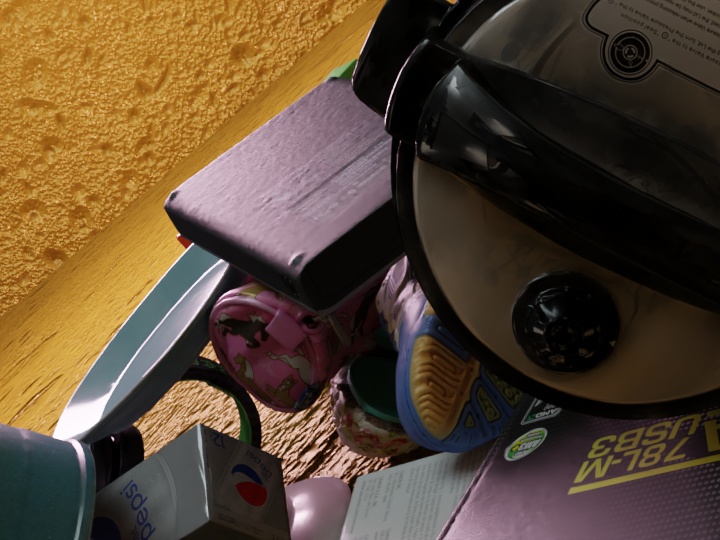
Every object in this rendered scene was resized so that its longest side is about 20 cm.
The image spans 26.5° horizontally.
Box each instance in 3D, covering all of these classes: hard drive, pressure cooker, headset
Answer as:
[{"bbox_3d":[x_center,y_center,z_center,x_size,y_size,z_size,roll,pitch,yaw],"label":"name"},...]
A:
[{"bbox_3d":[-0.018,-0.050,0.849,0.139,0.033,0.200,-38,27,-14],"label":"hard drive"},{"bbox_3d":[0.102,-0.042,0.557,0.174,0.181,0.200,-15,14,16],"label":"pressure cooker"},{"bbox_3d":[-0.145,0.154,1.031,0.201,0.123,0.094,-54,32,9],"label":"headset"}]

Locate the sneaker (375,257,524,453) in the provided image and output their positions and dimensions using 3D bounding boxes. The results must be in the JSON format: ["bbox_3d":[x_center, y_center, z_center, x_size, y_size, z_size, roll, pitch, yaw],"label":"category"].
[{"bbox_3d":[0.046,0.029,0.793,0.088,0.075,0.201,-34,21,35],"label":"sneaker"}]

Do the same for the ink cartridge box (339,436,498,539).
[{"bbox_3d":[0.079,0.125,0.665,0.198,0.058,0.163,-15,22,16],"label":"ink cartridge box"}]

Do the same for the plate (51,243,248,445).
[{"bbox_3d":[-0.120,0.040,0.945,0.200,0.026,0.201,-45,15,15],"label":"plate"}]

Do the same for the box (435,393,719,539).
[{"bbox_3d":[0.124,0.079,0.563,0.199,0.048,0.193,-19,18,39],"label":"box"}]

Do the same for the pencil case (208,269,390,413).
[{"bbox_3d":[0.000,0.000,0.904,0.086,0.084,0.200,22,43,29],"label":"pencil case"}]

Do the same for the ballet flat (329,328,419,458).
[{"bbox_3d":[0.011,0.076,0.938,0.200,0.075,0.065,-90,18,-70],"label":"ballet flat"}]

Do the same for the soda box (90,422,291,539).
[{"bbox_3d":[-0.133,0.168,0.888,0.199,0.068,0.064,-34,47,28],"label":"soda box"}]

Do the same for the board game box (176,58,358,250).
[{"bbox_3d":[-0.022,-0.039,1.171,0.200,0.153,0.040,-50,17,-27],"label":"board game box"}]

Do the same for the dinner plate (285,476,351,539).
[{"bbox_3d":[-0.086,0.192,0.920,0.200,0.024,0.200,-40,13,11],"label":"dinner plate"}]

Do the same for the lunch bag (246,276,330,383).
[{"bbox_3d":[-0.001,-0.032,1.041,0.200,0.176,0.082,-45,54,0],"label":"lunch bag"}]

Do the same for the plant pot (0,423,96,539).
[{"bbox_3d":[-0.264,0.153,0.798,0.200,0.186,0.202,-48,28,36],"label":"plant pot"}]
